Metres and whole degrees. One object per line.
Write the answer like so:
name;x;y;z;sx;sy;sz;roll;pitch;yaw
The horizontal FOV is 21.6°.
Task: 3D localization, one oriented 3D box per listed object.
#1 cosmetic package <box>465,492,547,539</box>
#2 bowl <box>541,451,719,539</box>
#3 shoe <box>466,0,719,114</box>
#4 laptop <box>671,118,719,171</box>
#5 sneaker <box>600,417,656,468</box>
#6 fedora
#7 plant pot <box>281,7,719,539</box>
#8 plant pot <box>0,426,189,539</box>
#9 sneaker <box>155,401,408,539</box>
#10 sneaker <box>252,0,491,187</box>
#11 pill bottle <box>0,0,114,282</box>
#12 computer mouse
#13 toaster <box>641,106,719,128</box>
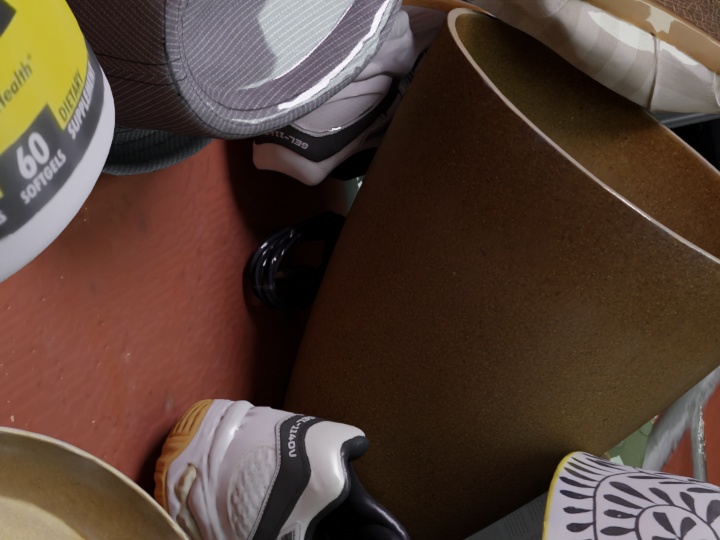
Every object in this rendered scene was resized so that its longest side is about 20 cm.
cosmetic package;0.093;0.149;0.938;0.051;0.083;0.200;25;40;-62
bowl;0.144;0.162;0.731;0.201;0.094;0.201;-12;90;-71
shoe;0.124;-0.113;0.857;0.200;0.053;0.070;23;39;-36
laptop;0.173;-0.026;1.065;0.103;0.177;0.200;14;60;-35
sneaker;0.127;0.028;0.930;0.067;0.090;0.200;52;17;-30
fedora;-0.041;-0.117;0.670;0.200;0.090;0.177;-41;136;-38
plant pot;0.056;0.021;0.817;0.200;0.186;0.186;-52;164;20
plant pot;-0.117;0.147;0.567;0.200;0.027;0.200;13;71;-40
sneaker;-0.017;0.142;0.773;0.076;0.088;0.200;-65;147;-46
sneaker;0.001;-0.088;0.870;0.200;0.076;0.088;-23;129;-63
pill bottle;-0.150;-0.089;0.466;0.200;0.114;0.114;65;35;-43
computer mouse;0.000;0.000;0.904;0.200;0.034;0.059;8;100;-60
toaster;0.118;-0.169;0.969;0.200;0.119;0.181;-104;-177;-70
